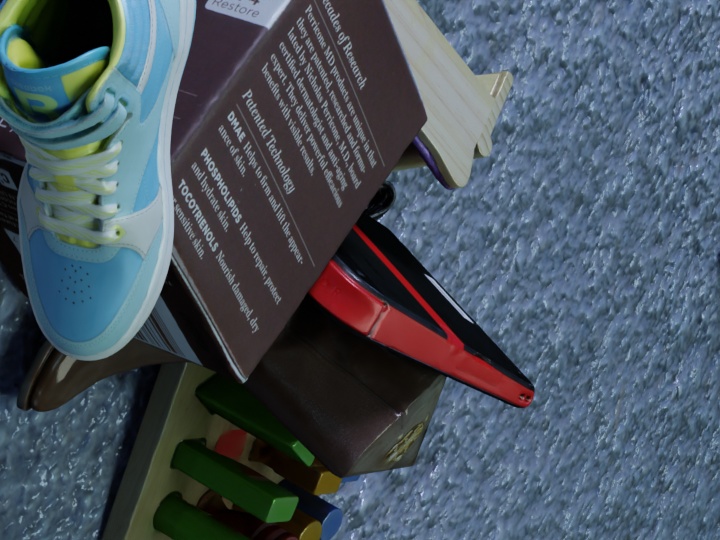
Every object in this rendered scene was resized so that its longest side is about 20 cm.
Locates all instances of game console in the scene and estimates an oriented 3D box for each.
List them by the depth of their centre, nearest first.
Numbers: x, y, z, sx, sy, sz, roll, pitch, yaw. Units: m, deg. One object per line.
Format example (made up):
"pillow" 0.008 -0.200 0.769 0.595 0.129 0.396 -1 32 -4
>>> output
"game console" 0.000 0.000 1.335 0.177 0.200 0.031 31 102 -42

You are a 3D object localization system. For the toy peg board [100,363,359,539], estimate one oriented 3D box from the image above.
"toy peg board" -0.042 0.106 1.438 0.199 0.098 0.201 1 112 -57

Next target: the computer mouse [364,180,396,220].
"computer mouse" -0.013 -0.093 1.446 0.140 0.046 0.201 -37 135 -41

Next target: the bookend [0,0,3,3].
"bookend" -0.160 -0.184 1.085 0.199 0.092 0.201 -23 119 -59

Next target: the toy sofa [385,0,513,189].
"toy sofa" -0.001 -0.136 1.342 0.200 0.083 0.098 48 52 -35

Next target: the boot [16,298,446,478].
"boot" -0.068 0.069 1.288 0.186 0.200 0.064 -46 169 -23

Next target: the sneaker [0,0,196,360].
"sneaker" -0.132 -0.051 1.006 0.131 0.079 0.201 -30 127 -75

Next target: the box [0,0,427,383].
"box" -0.097 -0.082 1.206 0.200 0.165 0.164 -56 146 -23
